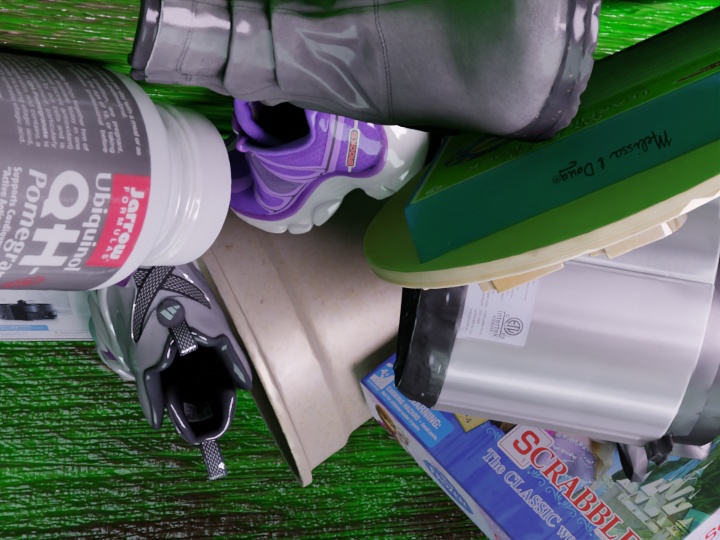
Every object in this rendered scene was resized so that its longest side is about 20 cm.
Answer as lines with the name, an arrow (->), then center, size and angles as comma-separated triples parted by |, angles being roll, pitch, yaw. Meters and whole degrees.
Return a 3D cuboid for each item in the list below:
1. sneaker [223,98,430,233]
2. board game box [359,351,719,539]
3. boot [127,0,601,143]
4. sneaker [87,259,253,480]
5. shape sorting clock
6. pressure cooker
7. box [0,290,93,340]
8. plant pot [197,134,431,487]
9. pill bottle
sneaker -> -0.036, -0.075, 0.814 | 0.083, 0.082, 0.200 | 18, 164, -23
board game box -> 0.135, 0.070, 0.879 | 0.200, 0.199, 0.041 | 43, 163, 35
boot -> -0.010, -0.077, 0.507 | 0.130, 0.071, 0.200 | 6, 173, -14
sneaker -> -0.105, 0.062, 0.921 | 0.077, 0.141, 0.201 | -25, 156, -7
shape sorting clock -> 0.092, -0.046, 0.546 | 0.198, 0.040, 0.200 | -25, -168, 5
pressure cooker -> 0.123, -0.001, 0.789 | 0.197, 0.180, 0.177 | 9, 147, -1
box -> -0.197, -0.027, 0.945 | 0.115, 0.061, 0.201 | 1, 152, -3
plant pot -> 0.000, 0.000, 0.985 | 0.182, 0.202, 0.200 | -27, -178, -8
pill bottle -> -0.160, -0.046, 0.754 | 0.110, 0.112, 0.199 | -1, 178, 42
